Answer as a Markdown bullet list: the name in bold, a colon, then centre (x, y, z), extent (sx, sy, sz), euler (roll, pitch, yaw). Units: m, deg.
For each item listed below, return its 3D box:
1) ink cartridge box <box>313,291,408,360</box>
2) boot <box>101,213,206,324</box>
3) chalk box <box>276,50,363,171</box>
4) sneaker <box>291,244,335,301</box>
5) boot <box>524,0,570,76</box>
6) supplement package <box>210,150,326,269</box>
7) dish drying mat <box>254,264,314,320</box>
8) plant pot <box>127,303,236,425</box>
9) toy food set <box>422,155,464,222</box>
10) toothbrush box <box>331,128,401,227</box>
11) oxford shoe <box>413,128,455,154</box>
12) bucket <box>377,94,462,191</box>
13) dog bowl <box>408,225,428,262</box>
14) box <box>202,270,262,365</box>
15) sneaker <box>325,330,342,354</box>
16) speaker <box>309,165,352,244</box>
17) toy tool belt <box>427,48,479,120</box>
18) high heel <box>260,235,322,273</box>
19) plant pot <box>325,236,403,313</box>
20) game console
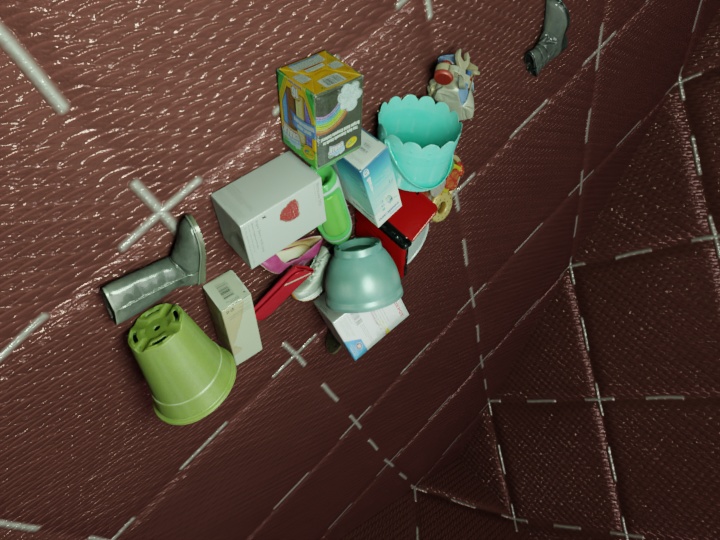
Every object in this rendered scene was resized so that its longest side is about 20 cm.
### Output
- **ink cartridge box**: centre (0.002, 0.103, 1.548), extent (0.198, 0.146, 0.149), euler (-37, 122, -11)
- **boot**: centre (-0.393, -0.002, 1.072), extent (0.195, 0.073, 0.186), euler (-20, 136, -30)
- **chalk box**: centre (-0.077, -0.294, 1.107), extent (0.123, 0.124, 0.204), euler (-30, 145, -29)
- **sneaker**: centre (-0.106, -0.010, 1.428), extent (0.199, 0.075, 0.094), euler (-42, 142, -27)
- **boot**: centre (0.510, -0.639, 1.560), extent (0.131, 0.070, 0.200), euler (-43, 144, -2)
- **supplement package**: centre (-0.182, -0.126, 1.149), extent (0.198, 0.119, 0.123), euler (-35, 145, -23)
- **dish drying mat**: centre (-0.196, 0.058, 1.362), extent (0.199, 0.018, 0.076), euler (-44, 157, 24)
- **plant pot**: centre (-0.382, 0.176, 1.172), extent (0.198, 0.199, 0.194), euler (-36, 134, -20)
- **toy food set**: centre (0.228, -0.238, 1.629), extent (0.195, 0.048, 0.204), euler (6, 119, -54)
- **toothbrush box**: centre (0.006, -0.218, 1.270), extent (0.085, 0.146, 0.202), euler (-40, 147, -12)
- **oxford shoe**: centre (0.192, -0.342, 1.477), extent (0.074, 0.072, 0.198), euler (-31, 154, 20)
- **bucket**: centre (0.128, -0.292, 1.308), extent (0.204, 0.207, 0.137), euler (-29, 148, -29)
- **dog bowl**: centre (0.098, -0.097, 1.579), extent (0.197, 0.078, 0.204), euler (-33, 144, -27)
- **box**: centre (-0.288, 0.111, 1.288), extent (0.077, 0.095, 0.204), euler (-30, 142, -25)
- **sneaker**: centre (-0.034, 0.164, 1.686), extent (0.074, 0.070, 0.204), euler (6, 118, -46)
- **speaker**: centre (-0.074, -0.149, 1.300), extent (0.088, 0.088, 0.202), euler (-40, 148, -14)
- **toy tool belt**: centre (0.221, -0.460, 1.348), extent (0.200, 0.121, 0.127), euler (45, 55, -62)
- **high heel**: centre (-0.161, -0.046, 1.301), extent (0.096, 0.068, 0.198), euler (-49, 156, 18)
- **plant pot**: centre (0.000, 0.000, 1.364), extent (0.197, 0.197, 0.139), euler (-23, 112, -36)
- **game console**: centre (0.086, -0.120, 1.423), extent (0.117, 0.200, 0.176), euler (-30, 144, -25)
